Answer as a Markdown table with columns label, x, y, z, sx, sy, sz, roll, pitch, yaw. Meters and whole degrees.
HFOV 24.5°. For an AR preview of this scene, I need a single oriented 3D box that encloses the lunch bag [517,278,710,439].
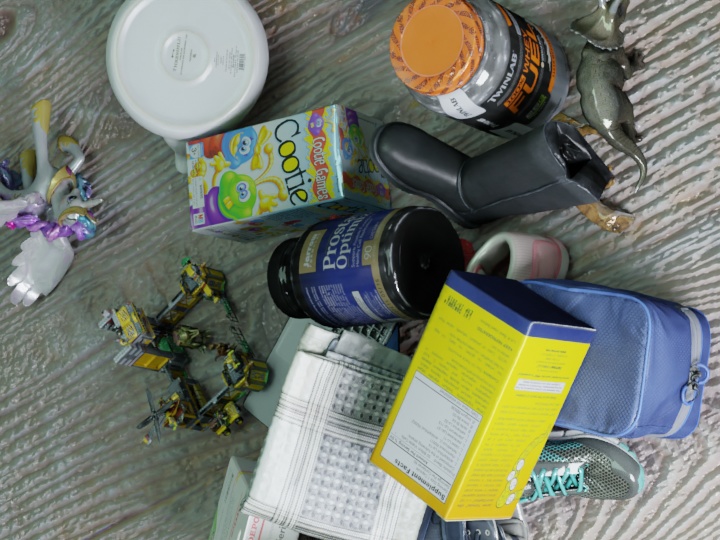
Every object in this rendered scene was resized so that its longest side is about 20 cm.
| label | x | y | z | sx | sy | sz | roll | pitch | yaw |
| --- | --- | --- | --- | --- | --- | --- | --- | --- | --- |
| lunch bag | 0.240 | 0.085 | 1.578 | 0.199 | 0.132 | 0.138 | 11 | 93 | 41 |

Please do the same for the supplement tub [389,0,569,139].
| label | x | y | z | sx | sy | sz | roll | pitch | yaw |
| --- | --- | --- | --- | --- | --- | --- | --- | --- | --- |
| supplement tub | 0.117 | -0.206 | 1.647 | 0.121 | 0.199 | 0.124 | -4 | 83 | 31 |

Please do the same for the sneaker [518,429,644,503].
| label | x | y | z | sx | sy | sz | roll | pitch | yaw |
| --- | --- | --- | --- | --- | --- | --- | --- | --- | --- |
| sneaker | 0.176 | 0.198 | 1.614 | 0.198 | 0.091 | 0.078 | 9 | 124 | 26 |

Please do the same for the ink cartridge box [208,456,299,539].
| label | x | y | z | sx | sy | sz | roll | pitch | yaw |
| --- | --- | --- | --- | --- | --- | --- | --- | --- | --- |
| ink cartridge box | -0.109 | 0.277 | 1.739 | 0.067 | 0.200 | 0.118 | 15 | 94 | -12 |

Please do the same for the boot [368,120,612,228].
| label | x | y | z | sx | sy | sz | roll | pitch | yaw |
| --- | --- | --- | --- | --- | --- | --- | --- | --- | --- |
| boot | 0.124 | -0.108 | 1.621 | 0.199 | 0.164 | 0.066 | -9 | 57 | 57 |

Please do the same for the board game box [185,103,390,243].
| label | x | y | z | sx | sy | sz | roll | pitch | yaw |
| --- | --- | --- | --- | --- | --- | --- | --- | --- | --- |
| board game box | -0.080 | -0.103 | 1.813 | 0.198 | 0.105 | 0.104 | -11 | 78 | 29 |

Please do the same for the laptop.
| label | x | y | z | sx | sy | sz | roll | pitch | yaw |
| --- | --- | --- | --- | --- | --- | --- | --- | --- | --- |
| laptop | -0.046 | 0.117 | 1.760 | 0.199 | 0.116 | 0.188 | 36 | 102 | 29 |

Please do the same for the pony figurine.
| label | x | y | z | sx | sy | sz | roll | pitch | yaw |
| --- | --- | --- | --- | --- | --- | --- | --- | --- | --- |
| pony figurine | -0.399 | -0.079 | 1.995 | 0.193 | 0.166 | 0.201 | -39 | 51 | 14 |

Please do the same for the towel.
| label | x | y | z | sx | sy | sz | roll | pitch | yaw |
| --- | --- | --- | --- | --- | --- | --- | --- | --- | --- |
| towel | -0.001 | 0.169 | 1.622 | 0.202 | 0.191 | 0.035 | -71 | 17 | -3 |

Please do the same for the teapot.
| label | x | y | z | sx | sy | sz | roll | pitch | yaw |
| --- | --- | --- | --- | --- | --- | --- | --- | --- | --- |
| teapot | -0.193 | -0.245 | 1.882 | 0.200 | 0.146 | 0.198 | -40 | 95 | 3 |

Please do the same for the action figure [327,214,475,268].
| label | x | y | z | sx | sy | sz | roll | pitch | yaw |
| --- | --- | --- | --- | --- | --- | --- | --- | --- | --- |
| action figure | 0.059 | -0.019 | 1.744 | 0.198 | 0.052 | 0.066 | 12 | 116 | 22 |

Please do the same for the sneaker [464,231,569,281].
| label | x | y | z | sx | sy | sz | roll | pitch | yaw |
| --- | --- | --- | --- | --- | --- | --- | --- | --- | --- |
| sneaker | 0.133 | 0.053 | 1.659 | 0.075 | 0.104 | 0.202 | 25 | 97 | 42 |

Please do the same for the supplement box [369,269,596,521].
| label | x | y | z | sx | sy | sz | roll | pitch | yaw |
| --- | --- | --- | --- | --- | --- | --- | --- | --- | --- |
| supplement box | 0.112 | 0.116 | 1.528 | 0.109 | 0.109 | 0.202 | 33 | 106 | 38 |

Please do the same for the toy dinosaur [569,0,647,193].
| label | x | y | z | sx | sy | sz | roll | pitch | yaw |
| --- | --- | --- | --- | --- | --- | --- | --- | --- | --- |
| toy dinosaur | 0.239 | -0.176 | 1.627 | 0.076 | 0.102 | 0.203 | -2 | 82 | 31 |

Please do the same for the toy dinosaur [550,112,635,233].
| label | x | y | z | sx | sy | sz | roll | pitch | yaw |
| --- | --- | --- | --- | --- | --- | --- | --- | --- | --- |
| toy dinosaur | 0.191 | -0.106 | 1.673 | 0.199 | 0.060 | 0.107 | 32 | 103 | 30 |

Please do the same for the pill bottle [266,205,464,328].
| label | x | y | z | sx | sy | sz | roll | pitch | yaw |
| --- | --- | --- | --- | --- | --- | --- | --- | --- | --- |
| pill bottle | 0.000 | 0.000 | 1.672 | 0.199 | 0.111 | 0.113 | -8 | 80 | 46 |

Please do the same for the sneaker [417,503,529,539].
| label | x | y | z | sx | sy | sz | roll | pitch | yaw |
| --- | --- | --- | --- | --- | --- | --- | --- | --- | --- |
| sneaker | 0.090 | 0.295 | 1.679 | 0.145 | 0.077 | 0.205 | 9 | 88 | 35 |

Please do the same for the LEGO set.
| label | x | y | z | sx | sy | sz | roll | pitch | yaw |
| --- | --- | --- | --- | --- | --- | --- | --- | --- | --- |
| LEGO set | -0.205 | 0.085 | 1.849 | 0.153 | 0.115 | 0.202 | -35 | 61 | 26 |
